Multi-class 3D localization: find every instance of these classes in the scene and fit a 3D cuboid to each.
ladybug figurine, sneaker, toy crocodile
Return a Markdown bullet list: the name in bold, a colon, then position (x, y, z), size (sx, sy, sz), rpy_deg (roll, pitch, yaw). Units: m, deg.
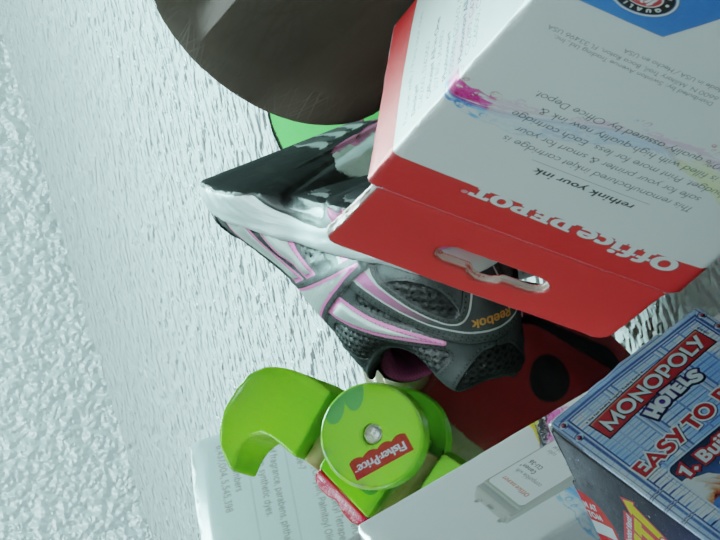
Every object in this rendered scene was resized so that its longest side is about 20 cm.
- **ladybug figurine**: position (0.072, 0.057, 1.048), size (0.136, 0.072, 0.200), rpy_deg (57, -163, 26)
- **sneaker**: position (0.000, 0.000, 0.956), size (0.200, 0.080, 0.087), rpy_deg (-152, 45, -67)
- **toy crocodile**: position (0.038, 0.093, 0.926), size (0.199, 0.062, 0.067), rpy_deg (32, -178, 12)

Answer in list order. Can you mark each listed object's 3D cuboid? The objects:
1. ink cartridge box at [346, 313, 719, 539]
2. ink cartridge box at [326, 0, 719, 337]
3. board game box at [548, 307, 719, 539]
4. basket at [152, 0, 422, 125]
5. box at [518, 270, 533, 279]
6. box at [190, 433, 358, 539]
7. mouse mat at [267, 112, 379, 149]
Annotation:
- **ink cartridge box**: position (0.079, 0.112, 0.820), size (0.117, 0.199, 0.067), rpy_deg (65, 170, -26)
- **ink cartridge box**: position (0.081, -0.061, 0.775), size (0.200, 0.116, 0.068), rpy_deg (-45, 30, 53)
- **board game box**: position (0.141, 0.114, 0.692), size (0.200, 0.062, 0.200), rpy_deg (44, 159, 30)
- **basket**: position (0.021, -0.149, 0.838), size (0.180, 0.136, 0.200), rpy_deg (48, 133, 4)
- **box**: position (0.054, -0.088, 1.028), size (0.200, 0.101, 0.113), rpy_deg (-131, 29, -61)
- **box**: position (0.029, 0.189, 1.191), size (0.200, 0.170, 0.200), rpy_deg (-103, -1, -55)
- **mouse mat**: position (-0.012, -0.075, 1.074), size (0.200, 0.007, 0.161), rpy_deg (93, 158, -52)
